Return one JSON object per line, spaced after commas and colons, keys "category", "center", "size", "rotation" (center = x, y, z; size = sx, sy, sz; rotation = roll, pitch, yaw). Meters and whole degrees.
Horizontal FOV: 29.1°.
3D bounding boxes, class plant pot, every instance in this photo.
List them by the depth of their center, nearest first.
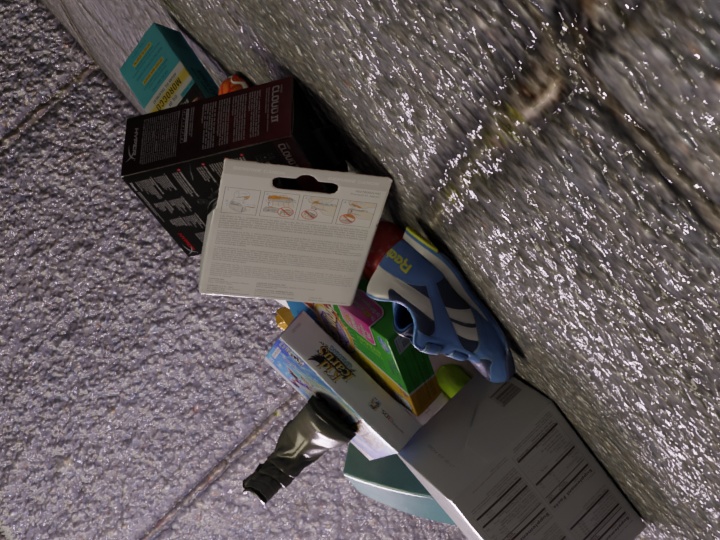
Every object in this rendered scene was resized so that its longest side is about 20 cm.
{"category": "plant pot", "center": [0.087, 0.262, 1.903], "size": [0.198, 0.143, 0.141], "rotation": [3, 155, 19]}

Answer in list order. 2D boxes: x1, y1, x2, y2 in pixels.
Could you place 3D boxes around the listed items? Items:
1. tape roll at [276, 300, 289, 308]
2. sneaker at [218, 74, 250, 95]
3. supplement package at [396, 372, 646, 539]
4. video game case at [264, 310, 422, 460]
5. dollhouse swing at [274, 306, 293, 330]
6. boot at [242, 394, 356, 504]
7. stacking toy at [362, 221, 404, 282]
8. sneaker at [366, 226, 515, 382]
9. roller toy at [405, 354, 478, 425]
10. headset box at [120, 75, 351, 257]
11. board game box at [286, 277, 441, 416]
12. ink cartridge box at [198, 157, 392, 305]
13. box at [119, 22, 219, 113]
{"category": "tape roll", "center": [-0.106, -0.025, 1.667], "size": [0.201, 0.071, 0.203], "rotation": [35, 168, 9]}
{"category": "sneaker", "center": [-0.136, -0.163, 1.557], "size": [0.073, 0.077, 0.200], "rotation": [50, -177, -29]}
{"category": "supplement package", "center": [0.174, 0.237, 1.509], "size": [0.200, 0.150, 0.152], "rotation": [51, 172, -23]}
{"category": "video game case", "center": [-0.025, 0.137, 1.580], "size": [0.181, 0.046, 0.200], "rotation": [43, 167, 1]}
{"category": "dollhouse swing", "center": [0.001, 0.125, 1.942], "size": [0.200, 0.180, 0.178], "rotation": [48, -157, -76]}
{"category": "boot", "center": [-0.076, 0.216, 1.587], "size": [0.068, 0.131, 0.200], "rotation": [41, 167, 0]}
{"category": "stacking toy", "center": [0.026, 0.004, 1.481], "size": [0.085, 0.085, 0.200], "rotation": [46, 170, 20]}
{"category": "sneaker", "center": [0.077, 0.048, 1.341], "size": [0.200, 0.082, 0.074], "rotation": [50, 173, -30]}
{"category": "roller toy", "center": [0.117, 0.191, 1.688], "size": [0.200, 0.140, 0.182], "rotation": [50, 174, -23]}
{"category": "headset box", "center": [-0.110, -0.099, 1.348], "size": [0.149, 0.198, 0.078], "rotation": [54, -152, -52]}
{"category": "board game box", "center": [-0.009, 0.054, 1.493], "size": [0.199, 0.040, 0.154], "rotation": [34, 159, 35]}
{"category": "ink cartridge box", "center": [-0.066, -0.046, 1.327], "size": [0.201, 0.159, 0.051], "rotation": [107, 164, -49]}
{"category": "box", "center": [-0.215, -0.204, 1.689], "size": [0.049, 0.082, 0.201], "rotation": [12, -144, -52]}
